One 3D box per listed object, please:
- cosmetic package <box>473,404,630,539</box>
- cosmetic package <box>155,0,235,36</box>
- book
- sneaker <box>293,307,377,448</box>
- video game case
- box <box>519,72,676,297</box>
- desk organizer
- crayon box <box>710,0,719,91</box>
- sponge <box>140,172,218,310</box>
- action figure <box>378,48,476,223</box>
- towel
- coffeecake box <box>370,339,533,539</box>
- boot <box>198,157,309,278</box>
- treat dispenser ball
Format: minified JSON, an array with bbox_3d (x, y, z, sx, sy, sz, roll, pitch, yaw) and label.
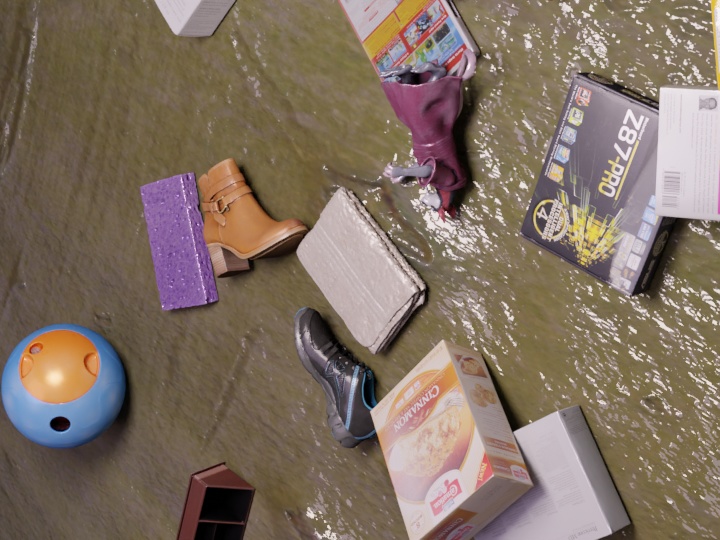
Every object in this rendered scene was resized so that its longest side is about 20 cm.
[{"bbox_3d":[0.209,0.270,1.457,0.199,0.051,0.152,-33,72,41],"label":"cosmetic package"},{"bbox_3d":[-0.212,-0.436,1.709,0.200,0.074,0.102,-48,66,37],"label":"cosmetic package"},{"bbox_3d":[0.396,-0.113,1.199,0.198,0.048,0.135,8,107,28],"label":"book"},{"bbox_3d":[-0.024,0.136,1.646,0.081,0.073,0.202,-29,83,24],"label":"sneaker"},{"bbox_3d":[0.056,-0.314,1.523,0.143,0.017,0.202,-39,71,39],"label":"video game case"},{"bbox_3d":[0.278,-0.096,1.336,0.160,0.049,0.202,32,116,30],"label":"box"},{"bbox_3d":[-0.232,0.408,1.869,0.077,0.071,0.202,30,116,32],"label":"desk organizer"},{"bbox_3d":[0.385,-0.271,1.097,0.125,0.051,0.203,1,103,43],"label":"crayon box"},{"bbox_3d":[-0.283,-0.043,1.867,0.111,0.030,0.203,-11,90,43],"label":"sponge"},{"bbox_3d":[0.093,-0.159,1.479,0.147,0.134,0.202,-19,106,4],"label":"action figure"},{"bbox_3d":[0.000,0.000,1.616,0.201,0.034,0.133,54,126,23],"label":"towel"},{"bbox_3d":[0.106,0.215,1.468,0.154,0.073,0.201,-47,43,29],"label":"coffeecake box"},{"bbox_3d":[-0.163,-0.088,1.725,0.199,0.073,0.157,-20,80,40],"label":"boot"},{"bbox_3d":[-0.485,0.189,1.972,0.199,0.200,0.204,8,103,41],"label":"treat dispenser ball"}]
